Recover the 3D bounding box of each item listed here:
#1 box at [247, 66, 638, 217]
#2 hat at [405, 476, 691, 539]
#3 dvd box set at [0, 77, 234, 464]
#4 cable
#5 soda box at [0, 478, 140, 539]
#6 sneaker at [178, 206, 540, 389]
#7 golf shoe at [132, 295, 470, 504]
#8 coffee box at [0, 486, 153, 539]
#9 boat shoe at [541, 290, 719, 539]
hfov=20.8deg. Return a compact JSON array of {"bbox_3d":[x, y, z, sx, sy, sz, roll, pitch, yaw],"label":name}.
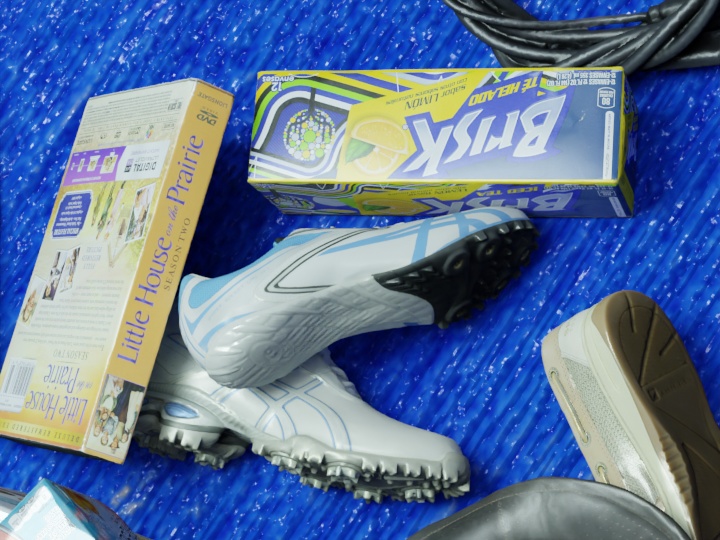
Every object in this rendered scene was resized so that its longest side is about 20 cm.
[{"bbox_3d":[0.045,-0.067,1.043,0.199,0.070,0.065,0,76,15],"label":"box"},{"bbox_3d":[0.099,0.199,0.958,0.199,0.081,0.202,-7,76,27],"label":"hat"},{"bbox_3d":[-0.137,0.000,1.051,0.146,0.029,0.201,-2,70,60],"label":"dvd box set"},{"bbox_3d":[0.121,-0.172,1.014,0.199,0.164,0.051,0,39,28],"label":"cable"},{"bbox_3d":[-0.171,0.182,0.825,0.200,0.068,0.064,-46,70,-1],"label":"soda box"},{"bbox_3d":[0.000,0.000,1.012,0.199,0.072,0.073,-18,53,-19],"label":"sneaker"},{"bbox_3d":[-0.031,0.063,1.031,0.199,0.078,0.098,12,74,17],"label":"golf shoe"},{"bbox_3d":[-0.161,0.221,0.957,0.197,0.200,0.201,17,83,18],"label":"coffee box"},{"bbox_3d":[0.151,0.112,0.977,0.065,0.072,0.201,-32,79,43],"label":"boat shoe"}]
